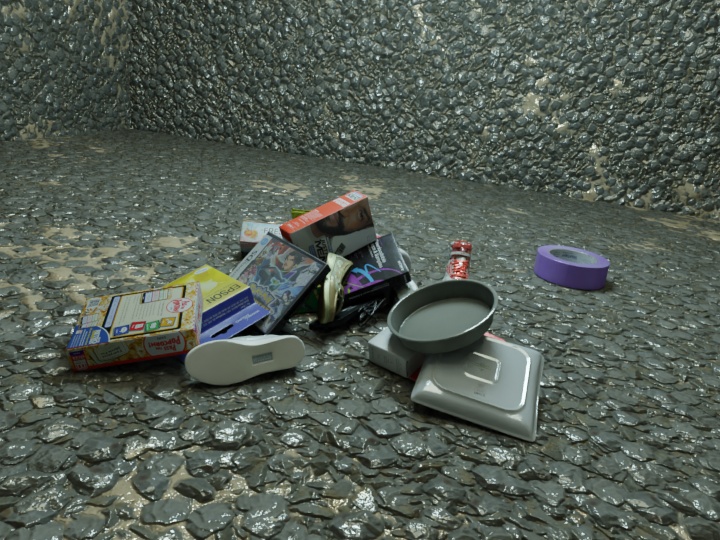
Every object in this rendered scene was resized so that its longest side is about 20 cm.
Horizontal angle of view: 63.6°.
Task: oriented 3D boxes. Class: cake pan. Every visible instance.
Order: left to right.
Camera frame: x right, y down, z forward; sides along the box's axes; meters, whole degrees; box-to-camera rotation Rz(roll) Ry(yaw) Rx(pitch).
[{"bbox_3d":[0.145,0.080,1.017,0.197,0.037,0.201,-16,24,7],"label":"cake pan"}]

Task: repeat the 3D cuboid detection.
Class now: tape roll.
[{"bbox_3d":[0.599,-0.012,1.654,0.196,0.067,0.201,5,19,-2],"label":"tape roll"}]

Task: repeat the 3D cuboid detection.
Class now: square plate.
[{"bbox_3d":[0.200,0.168,0.956,0.197,0.029,0.199,16,37,12],"label":"square plate"}]

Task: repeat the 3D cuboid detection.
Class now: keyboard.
[{"bbox_3d":[-0.013,0.095,1.212,0.103,0.040,0.199,-10,9,34],"label":"keyboard"}]

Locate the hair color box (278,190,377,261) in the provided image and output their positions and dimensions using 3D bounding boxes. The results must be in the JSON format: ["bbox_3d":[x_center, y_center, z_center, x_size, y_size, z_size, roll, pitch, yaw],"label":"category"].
[{"bbox_3d":[-0.068,-0.082,1.278,0.198,0.112,0.064,-29,33,-21],"label":"hair color box"}]

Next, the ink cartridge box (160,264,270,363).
[{"bbox_3d":[-0.305,0.072,1.081,0.198,0.048,0.197,19,36,36],"label":"ink cartridge box"}]

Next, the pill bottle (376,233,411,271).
[{"bbox_3d":[0.023,-0.034,1.424,0.111,0.114,0.199,-8,30,-37],"label":"pill bottle"}]

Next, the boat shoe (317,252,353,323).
[{"bbox_3d":[-0.049,0.035,1.178,0.062,0.074,0.202,13,30,-6],"label":"boat shoe"}]

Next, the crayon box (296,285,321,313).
[{"bbox_3d":[-0.176,0.030,1.282,0.117,0.059,0.200,-3,22,-26],"label":"crayon box"}]

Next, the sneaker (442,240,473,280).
[{"bbox_3d":[0.245,-0.011,1.463,0.066,0.110,0.202,9,19,8],"label":"sneaker"}]

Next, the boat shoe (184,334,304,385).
[{"bbox_3d":[-0.192,0.139,0.961,0.197,0.073,0.068,-12,4,-27],"label":"boat shoe"}]

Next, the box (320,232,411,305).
[{"bbox_3d":[0.000,0.000,1.283,0.197,0.036,0.144,-19,42,-2],"label":"box"}]

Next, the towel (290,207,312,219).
[{"bbox_3d":[-0.128,-0.109,1.553,0.084,0.018,0.201,2,-25,5],"label":"towel"}]

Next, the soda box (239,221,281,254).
[{"bbox_3d":[-0.215,-0.077,1.530,0.196,0.069,0.065,6,60,-4],"label":"soda box"}]

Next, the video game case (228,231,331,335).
[{"bbox_3d":[-0.181,0.024,1.161,0.199,0.026,0.181,27,70,39],"label":"video game case"}]

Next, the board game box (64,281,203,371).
[{"bbox_3d":[-0.369,0.089,0.974,0.196,0.047,0.152,-8,31,-7],"label":"board game box"}]

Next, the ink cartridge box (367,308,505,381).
[{"bbox_3d":[0.141,0.129,1.055,0.174,0.045,0.199,20,38,37],"label":"ink cartridge box"}]

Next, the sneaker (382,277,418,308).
[{"bbox_3d":[0.094,0.067,1.250,0.078,0.075,0.200,-9,24,-26],"label":"sneaker"}]
